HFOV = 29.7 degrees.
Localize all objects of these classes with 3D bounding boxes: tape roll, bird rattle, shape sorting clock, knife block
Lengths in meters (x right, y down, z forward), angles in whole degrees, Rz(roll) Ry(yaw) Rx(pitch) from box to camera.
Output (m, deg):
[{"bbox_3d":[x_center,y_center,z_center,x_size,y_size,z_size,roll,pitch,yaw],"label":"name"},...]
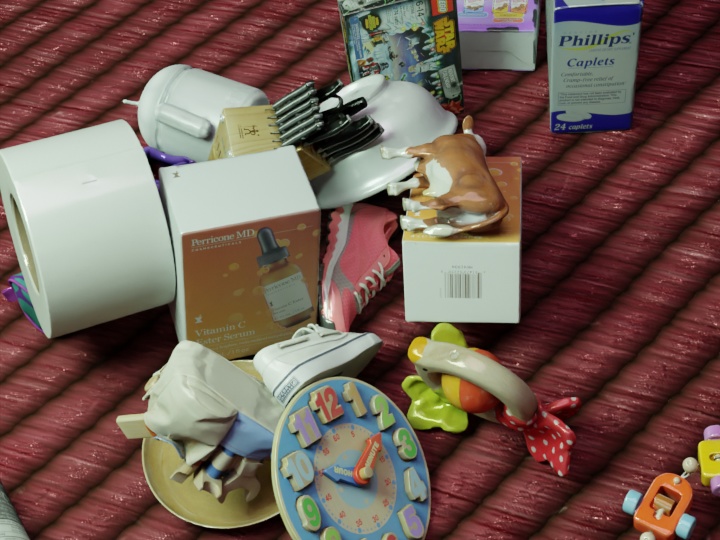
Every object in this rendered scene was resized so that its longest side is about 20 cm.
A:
[{"bbox_3d":[-0.289,-0.044,1.433,0.137,0.204,0.204,-16,51,-19],"label":"tape roll"},{"bbox_3d":[0.123,0.128,1.359,0.199,0.163,0.113,27,78,36],"label":"bird rattle"},{"bbox_3d":[-0.004,0.200,1.312,0.198,0.039,0.203,20,56,-33],"label":"shape sorting clock"},{"bbox_3d":[-0.074,-0.133,1.510,0.173,0.200,0.065,-4,64,-19],"label":"knife block"}]

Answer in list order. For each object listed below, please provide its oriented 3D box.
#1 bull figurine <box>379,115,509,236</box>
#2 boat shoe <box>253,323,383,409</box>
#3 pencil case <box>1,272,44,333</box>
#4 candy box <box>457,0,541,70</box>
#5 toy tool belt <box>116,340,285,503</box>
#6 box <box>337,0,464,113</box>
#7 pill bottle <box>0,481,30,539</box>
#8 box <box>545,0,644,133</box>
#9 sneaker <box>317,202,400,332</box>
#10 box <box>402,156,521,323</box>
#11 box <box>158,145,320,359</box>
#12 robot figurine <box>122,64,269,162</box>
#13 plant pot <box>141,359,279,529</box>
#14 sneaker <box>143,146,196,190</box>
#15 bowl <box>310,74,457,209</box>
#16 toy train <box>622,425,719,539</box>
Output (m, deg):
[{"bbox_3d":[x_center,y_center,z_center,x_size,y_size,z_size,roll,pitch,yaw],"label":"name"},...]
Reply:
[{"bbox_3d":[0.089,-0.098,1.422,0.120,0.066,0.201,-11,29,-6],"label":"bull figurine"},{"bbox_3d":[-0.044,0.088,1.401,0.066,0.072,0.199,45,29,14],"label":"boat shoe"},{"bbox_3d":[-0.314,-0.020,1.574,0.092,0.086,0.200,28,61,30],"label":"pencil case"},{"bbox_3d":[0.153,-0.358,1.778,0.165,0.072,0.202,3,53,10],"label":"candy box"},{"bbox_3d":[-0.133,0.168,1.351,0.199,0.123,0.126,34,30,-20],"label":"toy tool belt"},{"bbox_3d":[0.052,-0.257,1.631,0.135,0.201,0.040,-15,51,-3],"label":"box"},{"bbox_3d":[-0.373,0.287,1.325,0.112,0.114,0.200,-29,54,-14],"label":"pill bottle"},{"bbox_3d":[0.277,-0.301,1.633,0.103,0.201,0.186,-1,52,6],"label":"box"},{"bbox_3d":[0.000,0.000,1.522,0.085,0.074,0.202,4,54,6],"label":"sneaker"},{"bbox_3d":[0.114,-0.037,1.475,0.122,0.099,0.201,0,30,6],"label":"box"},{"bbox_3d":[-0.128,-0.013,1.449,0.150,0.202,0.107,-11,46,-14],"label":"box"},{"bbox_3d":[-0.187,-0.182,1.655,0.198,0.169,0.115,20,97,14],"label":"robot figurine"},{"bbox_3d":[-0.130,0.185,1.425,0.197,0.028,0.202,-3,52,4],"label":"plant pot"},{"bbox_3d":[-0.194,-0.086,1.608,0.198,0.084,0.081,25,60,23],"label":"sneaker"},{"bbox_3d":[0.007,-0.164,1.574,0.199,0.091,0.202,-26,21,11],"label":"bowl"},{"bbox_3d":[0.361,0.235,1.302,0.198,0.056,0.151,19,58,25],"label":"toy train"}]
